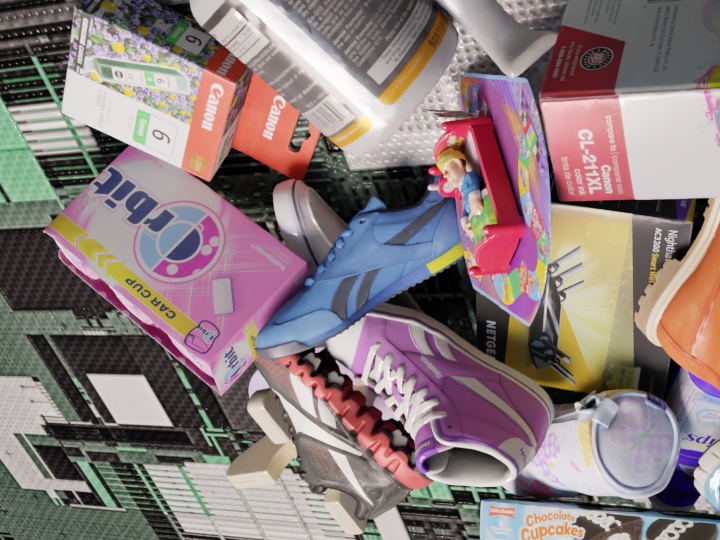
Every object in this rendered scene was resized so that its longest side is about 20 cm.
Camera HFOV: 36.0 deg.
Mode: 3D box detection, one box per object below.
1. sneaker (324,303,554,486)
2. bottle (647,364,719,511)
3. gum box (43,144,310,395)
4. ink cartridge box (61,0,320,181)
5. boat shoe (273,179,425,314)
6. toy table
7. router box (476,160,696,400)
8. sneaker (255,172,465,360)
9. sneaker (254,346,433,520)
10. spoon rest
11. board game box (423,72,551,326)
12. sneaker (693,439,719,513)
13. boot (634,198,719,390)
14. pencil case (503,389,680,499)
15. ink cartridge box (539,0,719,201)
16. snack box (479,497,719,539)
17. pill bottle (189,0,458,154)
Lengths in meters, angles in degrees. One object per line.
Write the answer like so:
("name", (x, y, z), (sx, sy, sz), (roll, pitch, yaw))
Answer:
("sneaker", (0.044, 0.097, 0.859), (0.199, 0.114, 0.073), (23, 127, 17))
("bottle", (0.286, 0.130, 0.919), (0.083, 0.066, 0.201), (5, 136, -4))
("gum box", (-0.150, -0.010, 0.900), (0.200, 0.114, 0.066), (37, 161, 19))
("ink cartridge box", (-0.130, -0.133, 0.867), (0.199, 0.050, 0.109), (26, 137, 0))
("boat shoe", (0.000, 0.000, 0.926), (0.065, 0.072, 0.201), (-22, 116, 21))
("toy table", (-0.035, 0.148, 1.048), (0.199, 0.117, 0.184), (-25, 118, 38))
("router box", (0.171, 0.011, 0.869), (0.156, 0.052, 0.201), (8, 134, 16))
("sneaker", (-0.005, -0.006, 0.860), (0.079, 0.199, 0.066), (60, 170, -12))
("sneaker", (-0.033, 0.127, 0.921), (0.200, 0.071, 0.098), (43, 102, 8))
("spoon rest", (0.043, -0.208, 0.690), (0.099, 0.061, 0.200), (-39, 100, -1))
("board game box", (0.075, -0.051, 0.748), (0.039, 0.200, 0.159), (-5, 103, -10))
("sneaker", (0.356, 0.134, 0.835), (0.200, 0.090, 0.078), (-40, 141, 13))
("boot", (0.275, -0.006, 0.740), (0.075, 0.107, 0.201), (6, 122, -32))
("pencil case", (0.179, 0.147, 0.927), (0.090, 0.084, 0.200), (27, 162, -11))
("ink cartridge box", (0.220, -0.117, 0.656), (0.199, 0.146, 0.083), (1, 133, 24))
("snack box", (0.213, 0.217, 0.930), (0.199, 0.037, 0.116), (-1, 170, 29))
("pill bottle", (-0.040, -0.180, 0.735), (0.200, 0.117, 0.116), (40, 135, -15))
